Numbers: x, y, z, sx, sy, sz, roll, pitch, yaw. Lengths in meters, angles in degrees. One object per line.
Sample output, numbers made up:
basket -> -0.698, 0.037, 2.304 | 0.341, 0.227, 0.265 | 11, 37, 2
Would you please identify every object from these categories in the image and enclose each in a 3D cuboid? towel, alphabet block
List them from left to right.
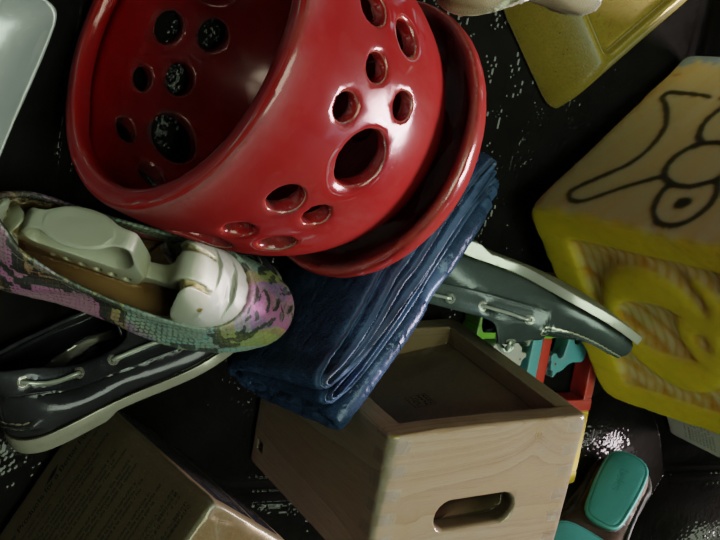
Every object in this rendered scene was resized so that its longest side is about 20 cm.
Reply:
towel -> 0.000, 0.000, 0.944 | 0.201, 0.111, 0.049 | -56, 131, -19
alphabet block -> 0.277, -0.017, 1.074 | 0.200, 0.195, 0.197 | -42, 122, -23

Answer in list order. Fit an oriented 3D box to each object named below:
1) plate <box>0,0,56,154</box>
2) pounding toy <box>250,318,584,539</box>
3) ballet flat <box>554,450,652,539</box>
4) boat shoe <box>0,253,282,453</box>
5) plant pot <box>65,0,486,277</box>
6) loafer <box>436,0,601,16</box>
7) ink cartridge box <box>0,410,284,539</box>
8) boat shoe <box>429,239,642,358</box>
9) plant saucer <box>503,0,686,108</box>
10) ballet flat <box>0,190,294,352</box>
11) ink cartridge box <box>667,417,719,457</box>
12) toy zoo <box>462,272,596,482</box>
plate -> -0.285, -0.091, 0.783 | 0.199, 0.032, 0.201 | 23, 87, -37
pounding toy -> 0.056, 0.136, 0.999 | 0.199, 0.184, 0.143 | -2, 114, -33
ballet flat -> 0.175, 0.217, 1.149 | 0.200, 0.068, 0.069 | -35, 149, -49
boat shoe -> -0.139, 0.036, 0.909 | 0.199, 0.073, 0.063 | -31, 123, -16
plant pot -> -0.043, -0.101, 0.852 | 0.182, 0.200, 0.201 | 24, 93, -46
loafer -> 0.122, -0.192, 0.929 | 0.199, 0.075, 0.069 | -27, 127, -34
ink cartridge box -> -0.159, 0.202, 0.894 | 0.075, 0.165, 0.201 | 36, 86, -38
boat shoe -> 0.101, 0.023, 1.032 | 0.199, 0.073, 0.062 | 25, 95, -10
plant saucer -> 0.180, -0.244, 1.036 | 0.200, 0.048, 0.200 | -41, 123, -15
ballet flat -> -0.129, -0.001, 0.862 | 0.199, 0.071, 0.070 | 16, 65, -12
ink cartridge box -> 0.357, 0.098, 1.178 | 0.145, 0.200, 0.084 | -27, 116, -23
toy zoo -> 0.124, 0.100, 1.135 | 0.130, 0.020, 0.201 | 0, 106, -34
